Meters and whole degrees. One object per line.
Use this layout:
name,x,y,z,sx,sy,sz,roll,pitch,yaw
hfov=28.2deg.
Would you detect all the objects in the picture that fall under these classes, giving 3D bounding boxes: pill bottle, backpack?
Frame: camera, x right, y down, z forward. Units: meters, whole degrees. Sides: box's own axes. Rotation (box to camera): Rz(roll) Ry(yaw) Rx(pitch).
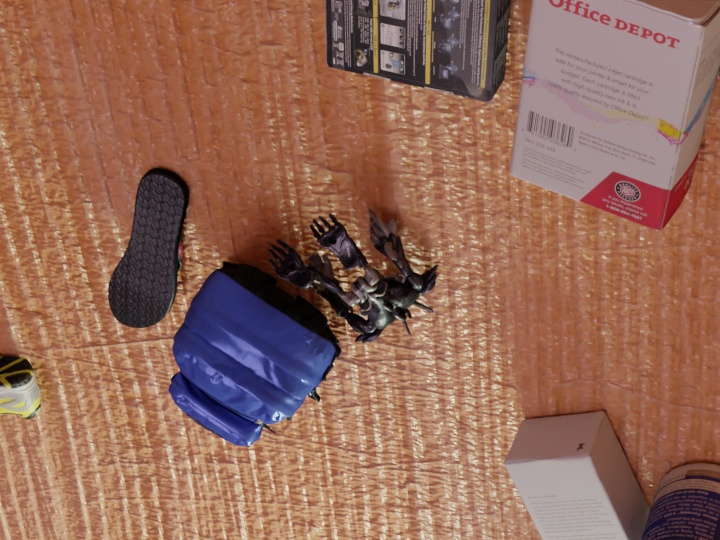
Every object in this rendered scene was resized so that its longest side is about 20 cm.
pill bottle,0.328,0.300,1.409,0.118,0.201,0.121,14,131,17
backpack,-0.109,0.090,1.446,0.161,0.169,0.200,28,174,-2

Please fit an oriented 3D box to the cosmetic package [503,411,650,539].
cosmetic package,0.239,0.250,1.505,0.100,0.072,0.202,-9,121,33

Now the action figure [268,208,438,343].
action figure,0.000,0.000,1.410,0.118,0.103,0.200,-37,148,15

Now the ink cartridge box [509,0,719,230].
ink cartridge box,0.212,-0.153,1.174,0.146,0.086,0.202,24,133,22

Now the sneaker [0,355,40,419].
sneaker,-0.492,0.153,1.807,0.197,0.076,0.077,5,128,26

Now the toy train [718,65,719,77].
toy train,0.383,-0.157,1.127,0.197,0.042,0.057,12,121,19

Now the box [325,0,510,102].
box,0.048,-0.253,1.216,0.159,0.049,0.202,15,131,19

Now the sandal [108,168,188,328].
sandal,-0.222,-0.023,1.553,0.074,0.045,0.202,21,119,3
